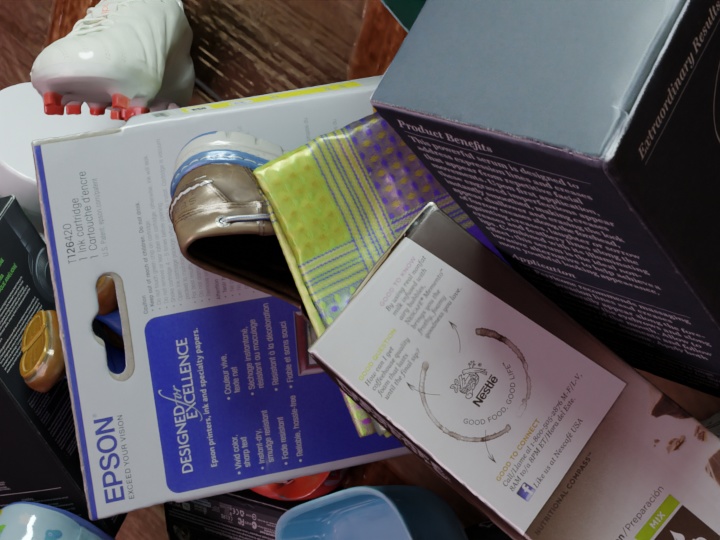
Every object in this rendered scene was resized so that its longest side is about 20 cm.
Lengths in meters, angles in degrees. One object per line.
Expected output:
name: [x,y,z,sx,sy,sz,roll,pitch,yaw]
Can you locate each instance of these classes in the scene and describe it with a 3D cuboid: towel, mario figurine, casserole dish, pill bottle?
towel: [0.065,-0.024,0.804,0.023,0.199,0.144,105,142,-85]
mario figurine: [-0.081,0.072,0.964,0.123,0.199,0.107,-32,38,39]
casserole dish: [0.014,0.168,0.898,0.200,0.039,0.122,-31,78,64]
pill bottle: [-0.206,-0.011,1.097,0.116,0.115,0.201,46,135,25]

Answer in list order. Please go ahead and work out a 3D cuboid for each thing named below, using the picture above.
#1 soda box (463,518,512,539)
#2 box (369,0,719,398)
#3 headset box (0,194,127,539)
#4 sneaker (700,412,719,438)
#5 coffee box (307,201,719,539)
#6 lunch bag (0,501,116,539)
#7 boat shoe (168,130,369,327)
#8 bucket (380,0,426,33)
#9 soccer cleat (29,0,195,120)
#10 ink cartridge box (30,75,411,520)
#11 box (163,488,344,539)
soda box: [0.106,0.165,0.852,0.200,0.070,0.064,-5,102,59]
box: [0.120,-0.061,0.668,0.107,0.200,0.149,19,72,40]
headset box: [-0.240,0.063,1.022,0.173,0.093,0.201,-11,125,29]
sneaker: [0.175,0.086,0.797,0.199,0.072,0.073,-11,68,50]
coffee box: [0.084,0.074,0.711,0.200,0.113,0.080,40,86,14]
lunch bag: [-0.159,0.228,1.031,0.199,0.083,0.161,35,139,-18]
boat shoe: [0.000,0.000,0.857,0.072,0.199,0.073,116,164,-45]
bucket: [0.053,-0.200,0.728,0.135,0.206,0.208,50,133,36]
soccer cleat: [-0.132,-0.121,0.957,0.069,0.200,0.078,3,94,6]
ink cartridge box: [-0.059,0.012,0.913,0.047,0.198,0.199,-146,48,-71]
box: [-0.034,0.208,1.052,0.199,0.049,0.163,6,106,45]
